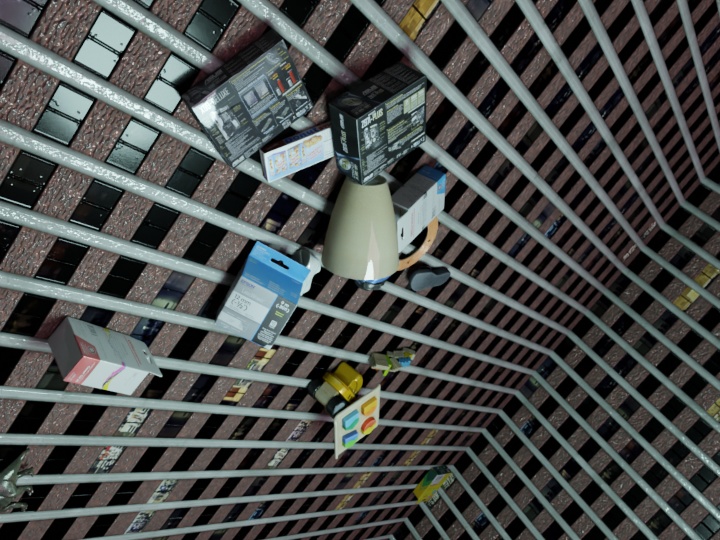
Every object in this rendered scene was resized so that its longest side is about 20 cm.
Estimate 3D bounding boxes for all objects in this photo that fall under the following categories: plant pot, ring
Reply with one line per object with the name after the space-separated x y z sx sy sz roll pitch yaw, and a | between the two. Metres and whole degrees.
0.007 -0.111 1.408 0.185 0.187 0.204 -14 123 -33 | plant pot
0.127 -0.084 1.668 0.198 0.019 0.203 -25 141 -22 | ring

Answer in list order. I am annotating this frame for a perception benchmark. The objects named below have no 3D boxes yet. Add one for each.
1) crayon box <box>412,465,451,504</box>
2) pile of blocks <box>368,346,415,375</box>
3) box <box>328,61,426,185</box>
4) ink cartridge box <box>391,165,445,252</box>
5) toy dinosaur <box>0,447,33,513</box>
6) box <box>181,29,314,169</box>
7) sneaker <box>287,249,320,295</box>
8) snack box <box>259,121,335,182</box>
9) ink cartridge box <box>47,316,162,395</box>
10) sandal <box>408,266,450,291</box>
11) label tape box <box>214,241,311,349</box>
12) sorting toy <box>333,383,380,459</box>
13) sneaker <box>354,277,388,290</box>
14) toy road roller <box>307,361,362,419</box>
0.334 1.024 2.967 0.126 0.051 0.202 13 116 -49 | crayon box
0.104 0.302 1.983 0.198 0.082 0.063 -3 129 -43 | pile of blocks
0.040 -0.303 1.278 0.199 0.086 0.165 -38 146 -24 | box
0.125 -0.150 1.512 0.200 0.066 0.117 -44 149 -30 | ink cartridge box
-0.759 0.469 1.321 0.201 0.077 0.102 -50 151 14 | toy dinosaur
-0.196 -0.300 1.107 0.199 0.050 0.158 -39 144 -6 | box
-0.164 0.046 1.475 0.201 0.070 0.080 -50 147 8 | sneaker
-0.110 -0.248 1.265 0.198 0.024 0.073 -27 142 -22 | snack box
-0.504 0.177 1.235 0.068 0.117 0.199 -47 144 6 | ink cartridge box
0.195 0.018 1.828 0.076 0.043 0.199 -51 154 23 | sandal
-0.217 0.058 1.382 0.142 0.066 0.202 28 112 -16 | label tape box
-0.004 0.456 1.861 0.199 0.036 0.188 -33 139 -34 | sorting toy
0.001 0.001 1.581 0.197 0.077 0.112 3 128 -41 | sneaker
-0.054 0.371 1.872 0.146 0.122 0.201 -47 146 -13 | toy road roller
